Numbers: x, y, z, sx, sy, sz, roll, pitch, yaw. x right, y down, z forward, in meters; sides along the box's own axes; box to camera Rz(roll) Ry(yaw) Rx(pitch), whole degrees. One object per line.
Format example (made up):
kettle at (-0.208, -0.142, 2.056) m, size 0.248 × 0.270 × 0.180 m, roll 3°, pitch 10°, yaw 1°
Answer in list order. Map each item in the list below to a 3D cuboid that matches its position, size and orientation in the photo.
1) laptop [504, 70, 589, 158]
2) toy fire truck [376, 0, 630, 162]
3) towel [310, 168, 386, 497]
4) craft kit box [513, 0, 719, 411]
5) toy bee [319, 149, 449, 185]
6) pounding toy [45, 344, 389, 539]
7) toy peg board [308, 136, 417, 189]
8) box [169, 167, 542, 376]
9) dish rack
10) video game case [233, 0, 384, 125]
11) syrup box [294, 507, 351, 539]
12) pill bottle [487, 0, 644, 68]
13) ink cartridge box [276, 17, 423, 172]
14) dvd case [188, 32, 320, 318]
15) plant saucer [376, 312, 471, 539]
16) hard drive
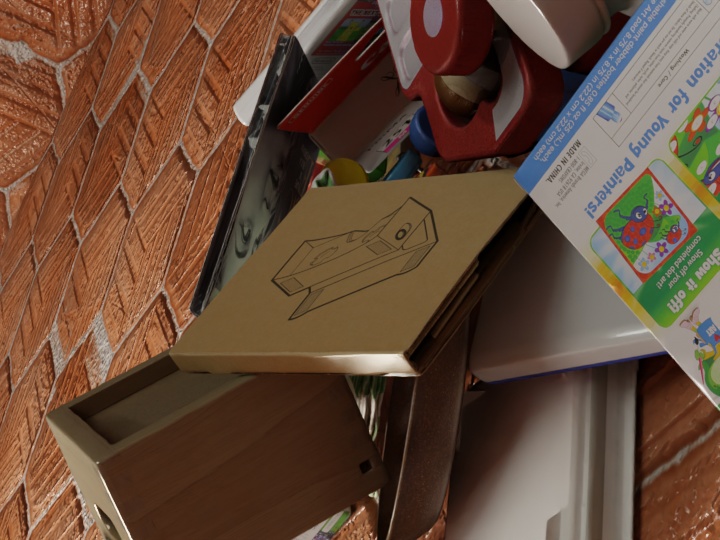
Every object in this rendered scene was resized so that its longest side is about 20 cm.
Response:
laptop at (0.136, -0.169, 1.032) m, size 0.177 × 0.102 × 0.202 m, roll -143°, pitch 69°, yaw -68°
toy fire truck at (0.063, -0.154, 0.959) m, size 0.168 × 0.111 × 0.202 m, roll 124°, pitch 135°, yaw -57°
towel at (-0.011, 0.047, 1.114) m, size 0.201 × 0.023 × 0.153 m, roll 91°, pitch 163°, yaw -51°
craft kit box at (0.192, -0.048, 0.720) m, size 0.198 × 0.048 × 0.200 m, roll 53°, pitch 125°, yaw 26°
toy bee at (0.031, -0.021, 1.140) m, size 0.109 × 0.131 × 0.200 m, roll -51°, pitch -16°, yaw 1°
pounding toy at (-0.081, 0.120, 1.028) m, size 0.183 × 0.143 × 0.200 m, roll -28°, pitch 14°, yaw -17°
toy peg board at (-0.047, -0.009, 1.329) m, size 0.200 × 0.097 × 0.200 m, roll -46°, pitch 29°, yaw 44°
box at (0.000, 0.000, 0.938) m, size 0.199 × 0.021 × 0.164 m, roll -4°, pitch 38°, yaw 45°
dish rack at (0.094, 0.124, 0.934) m, size 0.172 × 0.043 × 0.201 m, roll -41°, pitch 34°, yaw 49°
video game case at (0.019, -0.180, 1.221) m, size 0.182 × 0.199 × 0.023 m, roll -45°, pitch 70°, yaw 31°
syrup box at (-0.090, 0.207, 1.242) m, size 0.201 × 0.081 × 0.079 m, roll -55°, pitch 23°, yaw 31°
pill bottle at (0.148, -0.195, 0.784) m, size 0.200 × 0.112 × 0.111 m, roll -41°, pitch 23°, yaw -2°
ink cartridge box at (0.043, -0.153, 1.144) m, size 0.200 × 0.044 × 0.174 m, roll -45°, pitch -6°, yaw 11°
dvd case at (-0.066, -0.048, 1.138) m, size 0.149 × 0.016 × 0.202 m, roll 58°, pitch -132°, yaw -73°
plant saucer at (0.040, 0.077, 0.992) m, size 0.200 × 0.034 × 0.202 m, roll -171°, pitch 90°, yaw -88°
hard drive at (0.150, -0.013, 0.883) m, size 0.199 × 0.025 × 0.133 m, roll -15°, pitch 52°, yaw 46°
